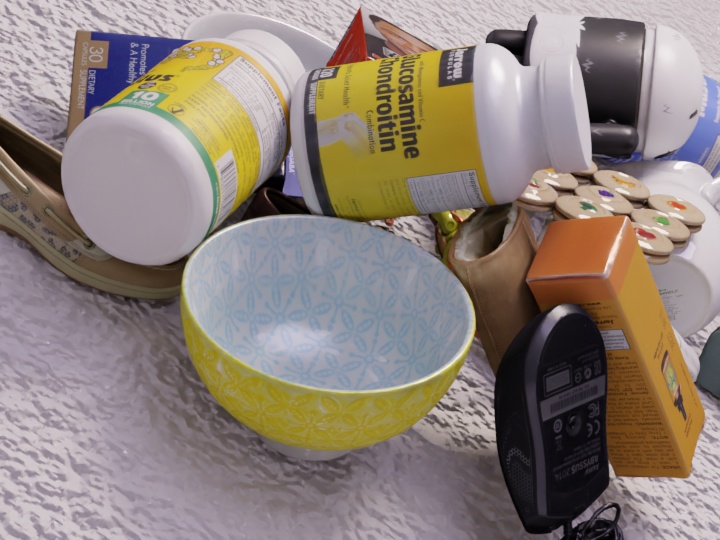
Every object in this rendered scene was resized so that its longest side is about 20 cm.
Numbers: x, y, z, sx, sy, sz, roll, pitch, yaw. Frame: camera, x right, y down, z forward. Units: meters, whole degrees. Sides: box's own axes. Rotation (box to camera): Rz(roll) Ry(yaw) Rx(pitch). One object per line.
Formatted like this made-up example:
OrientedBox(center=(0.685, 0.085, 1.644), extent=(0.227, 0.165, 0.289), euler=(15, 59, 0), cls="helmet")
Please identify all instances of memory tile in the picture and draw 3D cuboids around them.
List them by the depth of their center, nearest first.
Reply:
OrientedBox(center=(0.171, -0.065, 1.564), extent=(0.199, 0.017, 0.153), euler=(25, 23, 18), cls="memory tile")

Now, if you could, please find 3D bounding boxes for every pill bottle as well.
OrientedBox(center=(-0.113, -0.094, 1.369), extent=(0.112, 0.113, 0.200), euler=(34, 37, 6), cls="pill bottle")
OrientedBox(center=(0.058, -0.098, 1.379), extent=(0.198, 0.113, 0.112), euler=(-7, 29, 13), cls="pill bottle")
OrientedBox(center=(0.276, -0.151, 1.895), extent=(0.198, 0.113, 0.113), euler=(20, 32, -18), cls="pill bottle")

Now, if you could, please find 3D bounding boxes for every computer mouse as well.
OrientedBox(center=(0.123, 0.120, 1.336), extent=(0.138, 0.202, 0.052), euler=(-11, 14, -44), cls="computer mouse")

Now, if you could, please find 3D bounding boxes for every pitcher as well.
OrientedBox(center=(0.282, -0.029, 1.683), extent=(0.200, 0.170, 0.122), euler=(-75, 148, -62), cls="pitcher")

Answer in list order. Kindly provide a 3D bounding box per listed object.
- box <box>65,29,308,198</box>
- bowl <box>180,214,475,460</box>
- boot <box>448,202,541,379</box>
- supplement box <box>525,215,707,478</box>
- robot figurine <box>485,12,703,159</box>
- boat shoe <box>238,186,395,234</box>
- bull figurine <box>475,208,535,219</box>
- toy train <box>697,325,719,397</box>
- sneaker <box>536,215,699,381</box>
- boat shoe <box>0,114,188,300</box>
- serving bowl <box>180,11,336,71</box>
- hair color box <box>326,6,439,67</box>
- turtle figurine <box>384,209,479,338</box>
OrientedBox(center=(-0.122, -0.118, 1.492), extent=(0.198, 0.032, 0.122), euler=(5, 59, -9), cls="box")
OrientedBox(center=(-0.029, 0.061, 1.316), extent=(0.198, 0.109, 0.201), euler=(8, 34, -6), cls="bowl")
OrientedBox(center=(0.132, 0.036, 1.431), extent=(0.176, 0.066, 0.202), euler=(-66, 139, -59), cls="boot")
OrientedBox(center=(0.185, 0.058, 1.395), extent=(0.201, 0.068, 0.067), euler=(62, 38, -32), cls="supplement box")
OrientedBox(center=(0.206, -0.163, 1.759), extent=(0.198, 0.152, 0.125), euler=(6, -13, 6), cls="robot figurine")
OrientedBox(center=(0.000, 0.000, 1.479), extent=(0.199, 0.072, 0.072), euler=(29, 31, -4), cls="boat shoe")
OrientedBox(center=(0.105, -0.084, 1.677), extent=(0.121, 0.065, 0.200), euler=(34, 13, 7), cls="bull figurine")
OrientedBox(center=(0.368, 0.072, 1.689), extent=(0.113, 0.086, 0.200), euler=(30, 29, 20), cls="toy train")
OrientedBox(center=(0.209, 0.021, 1.561), extent=(0.200, 0.077, 0.100), euler=(38, 55, -35), cls="sneaker")
OrientedBox(center=(-0.204, -0.046, 1.380), extent=(0.199, 0.063, 0.074), euler=(27, 30, -8), cls="boat shoe")
OrientedBox(center=(-0.067, -0.127, 1.613), extent=(0.198, 0.066, 0.201), euler=(22, 31, -14), cls="serving bowl")
OrientedBox(center=(0.030, -0.142, 1.546), extent=(0.101, 0.062, 0.200), euler=(28, 15, -11), cls="hair color box")
OrientedBox(center=(0.072, -0.031, 1.526), extent=(0.200, 0.064, 0.161), euler=(50, 7, -12), cls="turtle figurine")
